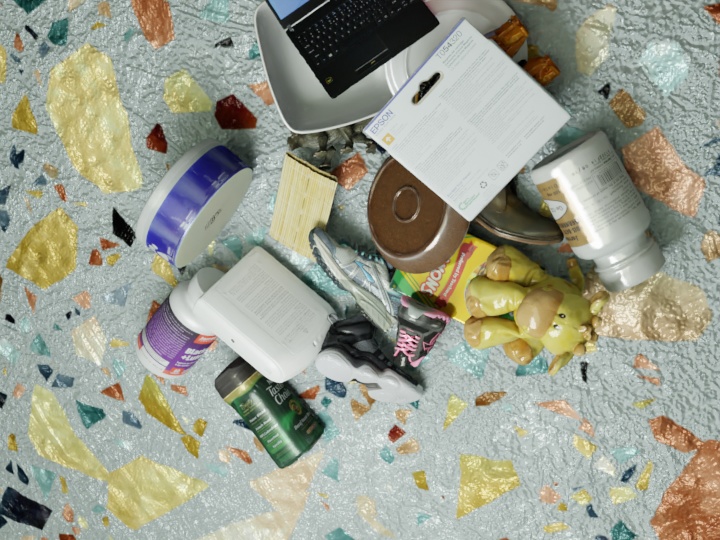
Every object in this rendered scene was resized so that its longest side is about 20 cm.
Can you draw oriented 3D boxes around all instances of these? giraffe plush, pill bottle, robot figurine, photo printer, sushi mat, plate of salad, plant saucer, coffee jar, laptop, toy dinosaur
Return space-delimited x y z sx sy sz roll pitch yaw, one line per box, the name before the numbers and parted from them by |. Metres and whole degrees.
giraffe plush | 0.255 0.065 1.312 0.199 0.162 0.173 2 102 -9
pill bottle | 0.326 -0.077 1.293 0.114 0.114 0.200 -28 97 31
robot figurine | 0.162 -0.241 1.293 0.200 0.058 0.145 -40 111 17
photo printer | -0.145 0.075 1.543 0.200 0.166 0.069 39 142 5
sushi mat | -0.092 -0.096 1.494 0.096 0.012 0.200 30 142 9
plate of salad | 0.131 -0.296 1.327 0.199 0.048 0.201 0 116 0
plant saucer | 0.076 -0.096 1.392 0.200 0.034 0.201 -6 81 45
coffee jar | -0.159 0.236 1.646 0.085 0.104 0.200 -39 91 28
pill bottle | -0.296 0.088 1.645 0.111 0.111 0.200 44 122 3
laptop | -0.027 -0.366 1.253 0.177 0.103 0.200 -34 71 3
toy dinosaur | -0.032 -0.214 1.423 0.199 0.077 0.103 -17 69 16

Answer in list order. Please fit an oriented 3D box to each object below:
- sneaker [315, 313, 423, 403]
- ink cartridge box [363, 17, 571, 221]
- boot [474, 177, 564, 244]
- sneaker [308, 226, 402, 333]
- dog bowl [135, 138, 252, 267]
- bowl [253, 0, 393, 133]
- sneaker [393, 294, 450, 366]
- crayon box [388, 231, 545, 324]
sneaker | 0.022 0.137 1.540 0.200 0.114 0.075 25 144 -26
ink cartridge box | 0.139 -0.198 1.258 0.200 0.043 0.196 39 108 -16
boot | 0.204 -0.108 1.360 0.199 0.075 0.097 22 120 18
sneaker | 0.000 0.000 1.498 0.086 0.078 0.200 -43 98 -8
dog bowl | -0.260 -0.105 1.501 0.079 0.200 0.200 37 120 4
bowl | -0.041 -0.309 1.361 0.199 0.075 0.201 -17 105 -2
sneaker | 0.081 0.099 1.425 0.079 0.200 0.096 27 81 13
crayon box | 0.158 0.010 1.422 0.200 0.051 0.127 25 99 13
